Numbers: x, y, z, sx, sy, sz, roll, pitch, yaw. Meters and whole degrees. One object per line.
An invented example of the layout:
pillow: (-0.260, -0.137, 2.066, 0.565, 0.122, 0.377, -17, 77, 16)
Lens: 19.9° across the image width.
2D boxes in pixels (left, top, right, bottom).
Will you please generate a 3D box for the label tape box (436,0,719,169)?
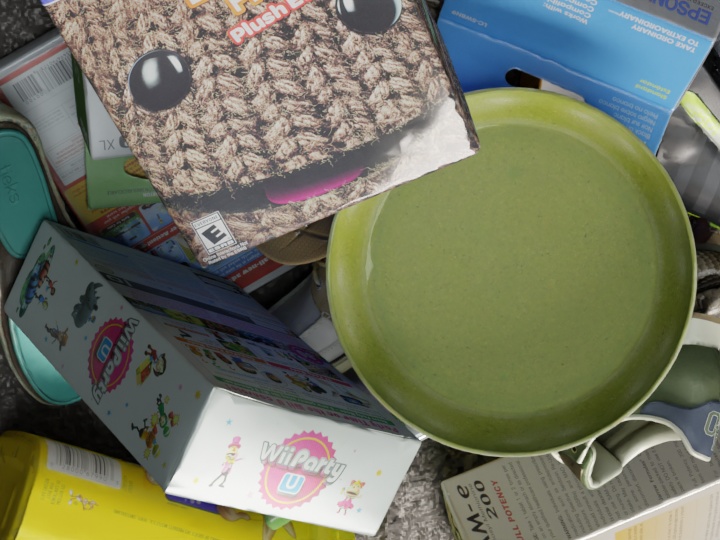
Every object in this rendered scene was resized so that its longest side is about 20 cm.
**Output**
label tape box: (0.132, -0.172, 1.109, 0.144, 0.063, 0.200, 22, 82, -1)

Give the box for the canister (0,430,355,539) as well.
canister: (-0.122, 0.160, 1.223, 0.200, 0.149, 0.087, 19, 82, -19)

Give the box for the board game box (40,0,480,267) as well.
board game box: (-0.053, -0.126, 1.013, 0.159, 0.097, 0.200, -23, 130, 6)

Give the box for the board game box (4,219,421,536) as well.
board game box: (-0.084, 0.057, 1.109, 0.148, 0.200, 0.064, 18, 103, -41)

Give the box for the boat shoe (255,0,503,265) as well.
boat shoe: (0.011, -0.085, 1.175, 0.072, 0.068, 0.200, 39, 95, -3)

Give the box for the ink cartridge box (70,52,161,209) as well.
ink cartridge box: (-0.104, -0.118, 1.122, 0.104, 0.059, 0.200, -7, 116, -12)

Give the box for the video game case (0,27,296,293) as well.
video game case: (-0.105, -0.069, 1.189, 0.143, 0.017, 0.200, -30, 118, 1)

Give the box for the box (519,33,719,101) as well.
box: (0.158, -0.127, 1.217, 0.119, 0.041, 0.200, 0, 113, -14)

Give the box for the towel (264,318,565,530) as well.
towel: (0.014, 0.056, 1.205, 0.200, 0.149, 0.031, -33, 118, 3)

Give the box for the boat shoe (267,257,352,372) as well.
boat shoe: (0.000, 0.000, 1.207, 0.200, 0.075, 0.068, -34, 123, 9)

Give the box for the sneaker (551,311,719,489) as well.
sneaker: (0.121, 0.084, 1.196, 0.200, 0.090, 0.067, -12, 161, 31)

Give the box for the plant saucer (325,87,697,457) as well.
plant saucer: (0.082, 0.000, 1.117, 0.200, 0.031, 0.200, 1, 96, 6)

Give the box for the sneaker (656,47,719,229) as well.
sneaker: (0.198, -0.064, 1.207, 0.083, 0.072, 0.200, -28, 112, 21)

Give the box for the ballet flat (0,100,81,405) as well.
ballet flat: (-0.190, -0.015, 1.171, 0.067, 0.062, 0.200, -21, 125, -17)

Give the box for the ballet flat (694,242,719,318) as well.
ballet flat: (0.136, 0.028, 1.237, 0.200, 0.046, 0.067, -11, 130, 25)

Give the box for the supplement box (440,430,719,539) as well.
supplement box: (0.158, 0.145, 1.297, 0.200, 0.074, 0.126, -22, 154, -4)

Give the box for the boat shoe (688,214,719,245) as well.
boat shoe: (0.217, 0.011, 1.278, 0.076, 0.072, 0.200, 36, 102, -26)
